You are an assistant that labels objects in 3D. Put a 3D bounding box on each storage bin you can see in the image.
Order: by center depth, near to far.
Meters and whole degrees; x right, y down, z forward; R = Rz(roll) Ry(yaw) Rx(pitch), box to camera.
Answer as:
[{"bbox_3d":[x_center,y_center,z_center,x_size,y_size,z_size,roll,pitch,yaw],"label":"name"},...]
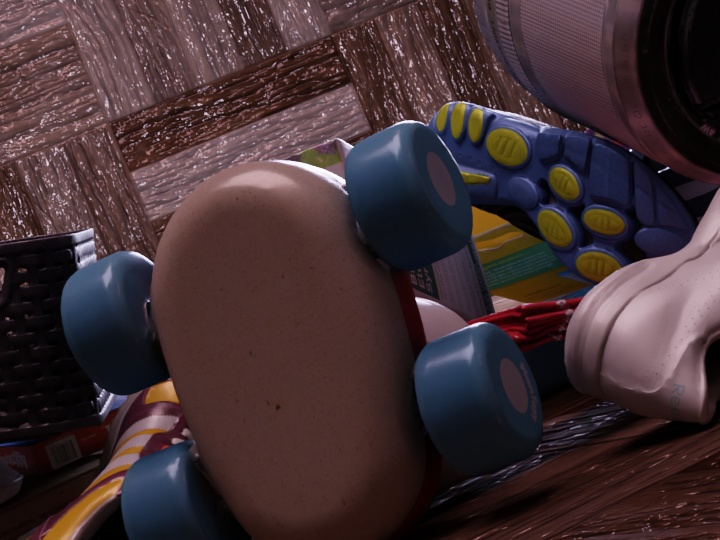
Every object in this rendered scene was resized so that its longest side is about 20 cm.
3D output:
[{"bbox_3d":[-0.196,0.035,1.388,0.134,0.094,0.200,-8,1,-2],"label":"storage bin"}]

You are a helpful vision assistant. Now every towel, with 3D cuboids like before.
[{"bbox_3d":[0.149,0.021,1.356,0.199,0.023,0.145,-7,-3,-12],"label":"towel"}]

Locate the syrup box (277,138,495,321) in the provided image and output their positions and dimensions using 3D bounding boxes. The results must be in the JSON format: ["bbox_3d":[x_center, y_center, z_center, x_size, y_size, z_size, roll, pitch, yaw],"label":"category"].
[{"bbox_3d":[0.000,0.000,1.477,0.081,0.079,0.200,-22,-17,15],"label":"syrup box"}]

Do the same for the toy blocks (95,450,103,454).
[{"bbox_3d":[-0.153,0.134,1.625,0.199,0.100,0.137,-22,13,29],"label":"toy blocks"}]

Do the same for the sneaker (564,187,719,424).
[{"bbox_3d":[0.184,0.004,1.232,0.088,0.076,0.200,25,55,39],"label":"sneaker"}]

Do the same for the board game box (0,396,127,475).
[{"bbox_3d":[-0.163,0.085,1.532,0.102,0.020,0.200,-22,5,-24],"label":"board game box"}]

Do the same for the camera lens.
[{"bbox_3d":[0.163,-0.140,1.454,0.159,0.161,0.200,-23,24,-17],"label":"camera lens"}]

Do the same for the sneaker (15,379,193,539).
[{"bbox_3d":[-0.092,0.108,1.313,0.090,0.075,0.200,-15,30,52],"label":"sneaker"}]

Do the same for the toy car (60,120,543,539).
[{"bbox_3d":[0.001,0.040,1.275,0.184,0.178,0.200,-23,-11,22],"label":"toy car"}]

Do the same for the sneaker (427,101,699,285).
[{"bbox_3d":[0.116,-0.042,1.486,0.082,0.071,0.199,8,14,-41],"label":"sneaker"}]

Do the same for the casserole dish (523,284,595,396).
[{"bbox_3d":[0.104,0.046,1.618,0.199,0.039,0.121,-23,1,-38],"label":"casserole dish"}]

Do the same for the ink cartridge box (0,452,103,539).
[{"bbox_3d":[-0.197,0.159,1.439,0.164,0.076,0.200,-25,4,-25],"label":"ink cartridge box"}]

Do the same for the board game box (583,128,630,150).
[{"bbox_3d":[0.220,-0.057,1.726,0.199,0.033,0.120,4,-15,-17],"label":"board game box"}]

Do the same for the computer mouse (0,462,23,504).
[{"bbox_3d":[-0.260,0.124,1.386,0.199,0.044,0.110,-22,2,11],"label":"computer mouse"}]

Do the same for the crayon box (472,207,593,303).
[{"bbox_3d":[0.131,-0.022,1.696,0.199,0.052,0.125,14,-26,-43],"label":"crayon box"}]

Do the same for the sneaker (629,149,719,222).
[{"bbox_3d":[0.204,-0.034,1.561,0.070,0.109,0.200,-21,2,21],"label":"sneaker"}]
